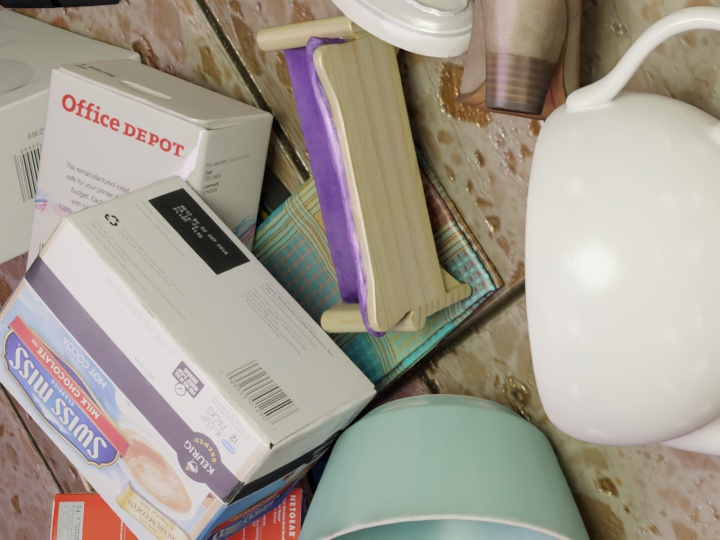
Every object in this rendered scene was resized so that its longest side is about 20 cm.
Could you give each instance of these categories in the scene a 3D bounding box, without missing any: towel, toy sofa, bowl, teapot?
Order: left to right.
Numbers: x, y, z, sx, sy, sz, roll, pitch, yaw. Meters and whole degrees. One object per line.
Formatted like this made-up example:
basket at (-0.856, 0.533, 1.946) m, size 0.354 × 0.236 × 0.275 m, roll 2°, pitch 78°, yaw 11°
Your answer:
toy sofa at (-0.006, -0.060, 1.281) m, size 0.082 × 0.097 × 0.201 m, roll -2°, pitch 106°, yaw 43°
towel at (0.000, 0.000, 1.381) m, size 0.147 × 0.022 × 0.200 m, roll 57°, pitch 136°, yaw 9°
bowl at (0.054, 0.150, 1.315) m, size 0.201 × 0.199 × 0.106 m, roll 130°, pitch 147°, yaw -55°
teapot at (0.170, -0.005, 1.058) m, size 0.145 × 0.199 × 0.200 m, roll -1°, pitch 159°, yaw 17°

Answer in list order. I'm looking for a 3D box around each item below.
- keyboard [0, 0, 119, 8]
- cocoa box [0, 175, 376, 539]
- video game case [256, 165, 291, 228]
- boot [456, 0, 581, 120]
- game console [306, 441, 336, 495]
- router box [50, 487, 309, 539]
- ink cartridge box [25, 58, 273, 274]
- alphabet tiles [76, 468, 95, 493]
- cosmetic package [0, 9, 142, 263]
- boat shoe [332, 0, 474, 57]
keyboard at (-0.262, -0.250, 1.588) m, size 0.199 × 0.039 × 0.105 m, roll 6°, pitch 118°, yaw 52°
cocoa box at (-0.119, 0.064, 1.303) m, size 0.200 × 0.133 × 0.131 m, roll 47°, pitch 121°, yaw 12°
video game case at (-0.089, -0.008, 1.528) m, size 0.200 × 0.025 × 0.181 m, roll 51°, pitch 145°, yaw 20°
boot at (0.095, -0.158, 1.113) m, size 0.200 × 0.070 × 0.147 m, roll -39°, pitch -43°, yaw -86°
game console at (-0.009, 0.233, 1.506) m, size 0.118 × 0.171 × 0.201 m, roll -10°, pitch 106°, yaw 28°
router box at (-0.118, 0.218, 1.492) m, size 0.200 × 0.178 × 0.049 m, roll 79°, pitch -170°, yaw -63°
ink cartridge box at (-0.152, -0.033, 1.433) m, size 0.144 × 0.084 × 0.201 m, roll 22°, pitch 113°, yaw 30°
alphabet tiles at (-0.172, 0.184, 1.670) m, size 0.006 × 0.166 × 0.201 m, roll -21°, pitch 96°, yaw 23°
cosmetic package at (-0.296, -0.102, 1.590) m, size 0.199 × 0.199 × 0.124 m, roll 24°, pitch 131°, yaw 45°
boat shoe at (0.006, -0.210, 1.224) m, size 0.200 × 0.072 × 0.069 m, roll 55°, pitch 147°, yaw 30°
